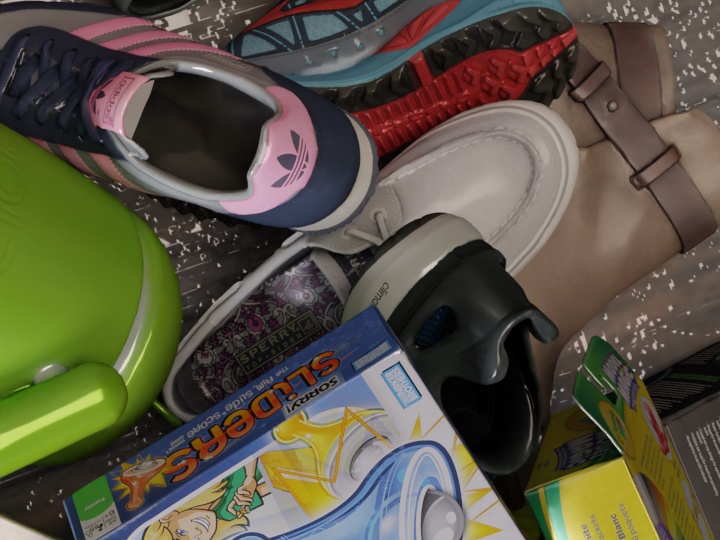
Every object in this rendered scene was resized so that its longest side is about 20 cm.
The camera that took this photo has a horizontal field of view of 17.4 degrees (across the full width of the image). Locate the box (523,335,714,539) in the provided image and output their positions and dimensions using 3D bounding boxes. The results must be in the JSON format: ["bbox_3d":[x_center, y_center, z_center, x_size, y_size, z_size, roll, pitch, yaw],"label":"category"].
[{"bbox_3d":[0.119,0.130,0.946,0.048,0.117,0.200,-21,97,14],"label":"box"}]

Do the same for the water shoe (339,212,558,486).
[{"bbox_3d":[0.028,0.063,0.934,0.071,0.200,0.079,-34,64,-23],"label":"water shoe"}]

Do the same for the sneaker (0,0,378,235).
[{"bbox_3d":[-0.094,-0.069,0.921,0.200,0.082,0.070,15,90,23],"label":"sneaker"}]

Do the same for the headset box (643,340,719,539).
[{"bbox_3d":[0.225,0.103,1.074,0.200,0.093,0.174,-26,98,-18],"label":"headset box"}]

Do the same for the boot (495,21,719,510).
[{"bbox_3d":[0.100,-0.011,1.037,0.146,0.070,0.200,-18,89,-11],"label":"boot"}]

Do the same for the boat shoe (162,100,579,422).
[{"bbox_3d":[0.000,0.000,0.964,0.200,0.069,0.072,-30,90,16],"label":"boat shoe"}]

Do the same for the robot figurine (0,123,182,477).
[{"bbox_3d":[-0.150,0.004,0.908,0.116,0.175,0.200,-49,135,8],"label":"robot figurine"}]

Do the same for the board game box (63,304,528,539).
[{"bbox_3d":[-0.002,0.124,0.886,0.135,0.034,0.200,-33,123,1],"label":"board game box"}]

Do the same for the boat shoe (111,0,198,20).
[{"bbox_3d":[-0.012,-0.143,0.979,0.200,0.073,0.062,-7,64,1],"label":"boat shoe"}]

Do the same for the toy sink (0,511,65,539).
[{"bbox_3d":[-0.172,0.189,0.916,0.112,0.130,0.200,27,80,-18],"label":"toy sink"}]

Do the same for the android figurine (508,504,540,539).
[{"bbox_3d":[0.048,0.198,1.041,0.182,0.041,0.200,4,90,-19],"label":"android figurine"}]

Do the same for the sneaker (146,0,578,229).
[{"bbox_3d":[-0.010,-0.085,1.011,0.200,0.096,0.079,-16,133,0],"label":"sneaker"}]
